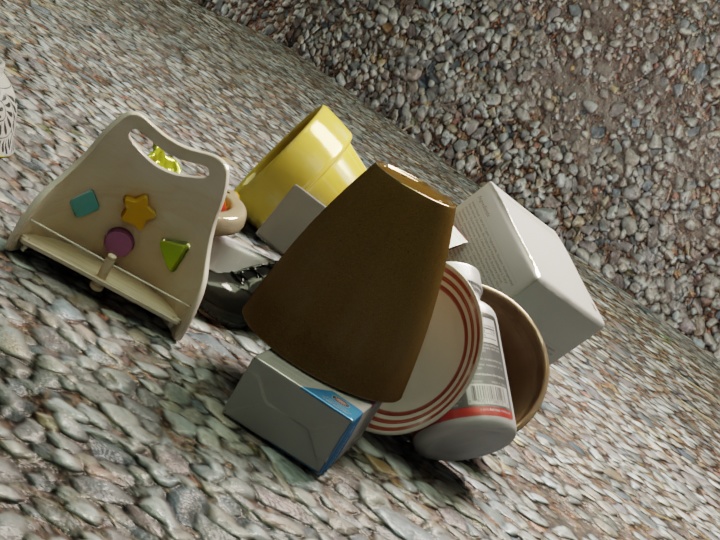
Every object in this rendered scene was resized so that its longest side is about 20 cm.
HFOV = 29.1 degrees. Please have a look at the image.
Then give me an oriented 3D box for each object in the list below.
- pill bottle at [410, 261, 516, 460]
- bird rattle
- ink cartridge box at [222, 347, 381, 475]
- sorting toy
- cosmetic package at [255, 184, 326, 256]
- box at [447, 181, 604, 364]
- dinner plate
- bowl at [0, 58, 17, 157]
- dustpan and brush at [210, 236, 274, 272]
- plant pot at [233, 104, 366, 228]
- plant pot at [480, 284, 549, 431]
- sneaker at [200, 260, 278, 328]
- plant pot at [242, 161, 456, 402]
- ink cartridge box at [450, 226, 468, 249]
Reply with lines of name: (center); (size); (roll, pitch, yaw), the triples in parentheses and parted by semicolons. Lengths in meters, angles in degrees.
pill bottle: (0.102, 0.100, 1.538); (0.116, 0.116, 0.201); (20, 53, -43)
bird rattle: (-0.214, -0.086, 1.654); (0.162, 0.113, 0.200); (12, 12, -11)
ink cartridge box: (-0.045, 0.126, 1.391); (0.115, 0.068, 0.200); (32, 13, 9)
sorting toy: (-0.227, -0.061, 1.420); (0.200, 0.180, 0.107); (29, 12, -12)
cosmetic package: (-0.021, -0.008, 1.695); (0.200, 0.090, 0.107); (35, -4, 28)
box: (0.206, 0.023, 1.995); (0.199, 0.171, 0.200); (32, 29, -46)
dinner plate: (0.046, 0.081, 1.494); (0.200, 0.200, 0.024); (41, 6, 37)
bowl: (-0.484, -0.227, 1.656); (0.200, 0.094, 0.201); (31, 12, -7)
dustpan and brush: (-0.176, -0.013, 1.691); (0.139, 0.057, 0.200); (27, 1, 33)
plant pot: (-0.061, -0.107, 2.033); (0.189, 0.201, 0.201); (46, 10, -9)
plant pot: (0.116, 0.120, 1.650); (0.200, 0.201, 0.093); (32, -28, 2)
sneaker: (-0.114, 0.022, 1.584); (0.200, 0.091, 0.076); (19, 19, -41)
plant pot: (0.009, 0.000, 1.393); (0.186, 0.200, 0.186); (28, 12, -7)
ink cartridge box: (0.038, -0.025, 1.936); (0.199, 0.050, 0.109); (-22, 55, -25)
